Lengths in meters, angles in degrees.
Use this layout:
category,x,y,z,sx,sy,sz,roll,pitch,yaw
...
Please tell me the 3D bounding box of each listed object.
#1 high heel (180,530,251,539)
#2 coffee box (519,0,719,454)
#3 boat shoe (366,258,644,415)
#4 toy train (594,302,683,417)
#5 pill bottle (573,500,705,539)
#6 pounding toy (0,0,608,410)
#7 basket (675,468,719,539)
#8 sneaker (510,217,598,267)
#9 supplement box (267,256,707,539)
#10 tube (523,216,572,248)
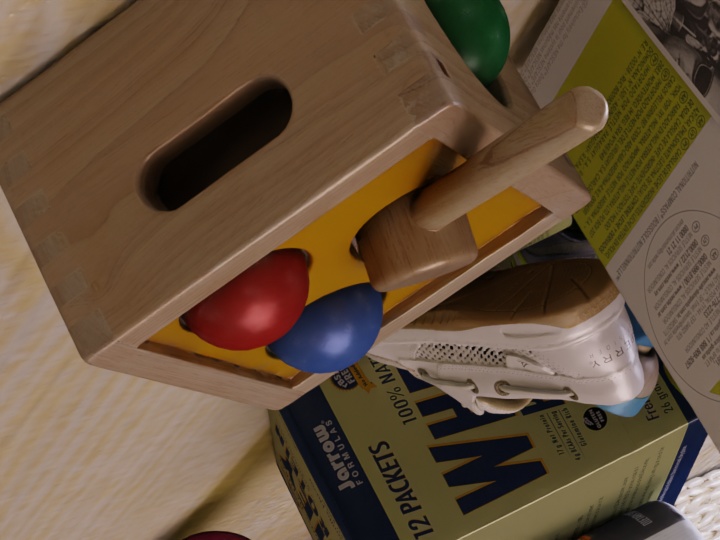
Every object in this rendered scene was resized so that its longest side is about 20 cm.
category,x,y,z,sx,sy,sz,roll,pitch,yaw
high heel,-0.143,0.221,1.245,0.200,0.068,0.096,-39,168,34
coffee box,0.214,-0.072,0.832,0.199,0.198,0.200,-15,152,-31
boat shoe,0.057,0.037,0.968,0.071,0.070,0.200,-34,-162,-25
toy train,0.194,0.022,0.998,0.199,0.085,0.116,9,125,-41
pill bottle,0.099,0.211,1.104,0.199,0.107,0.106,-25,159,-13
pounding toy,-0.003,-0.036,0.732,0.199,0.143,0.184,-34,159,15
basket,0.306,0.275,1.874,0.135,0.124,0.200,-19,156,-23
sneaker,0.162,-0.050,1.016,0.199,0.074,0.081,-31,156,0
supplement box,0.065,0.094,1.130,0.199,0.135,0.200,-25,159,-9
tube,0.000,0.000,0.956,0.199,0.052,0.058,-28,138,2
